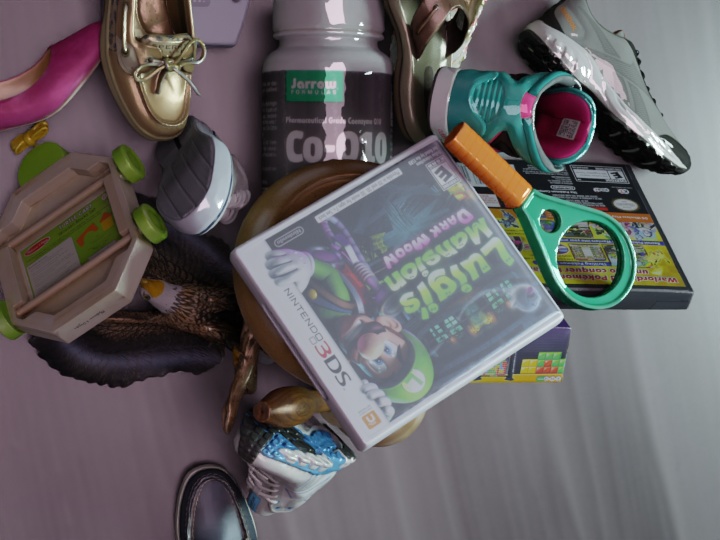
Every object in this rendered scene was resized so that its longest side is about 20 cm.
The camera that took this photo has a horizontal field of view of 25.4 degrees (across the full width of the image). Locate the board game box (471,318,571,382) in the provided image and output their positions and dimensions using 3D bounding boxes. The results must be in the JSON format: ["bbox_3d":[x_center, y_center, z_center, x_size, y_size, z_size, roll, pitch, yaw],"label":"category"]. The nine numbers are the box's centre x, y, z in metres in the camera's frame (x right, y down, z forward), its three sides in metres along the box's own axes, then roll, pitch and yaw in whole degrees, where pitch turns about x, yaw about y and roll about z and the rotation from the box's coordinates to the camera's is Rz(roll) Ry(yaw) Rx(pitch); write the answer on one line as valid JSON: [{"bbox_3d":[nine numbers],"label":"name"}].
[{"bbox_3d":[0.057,0.033,1.355,0.200,0.165,0.057,1,115,-15],"label":"board game box"}]

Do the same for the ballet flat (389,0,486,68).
[{"bbox_3d":[0.078,-0.240,1.398,0.076,0.064,0.200,20,89,-13],"label":"ballet flat"}]

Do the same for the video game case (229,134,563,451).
[{"bbox_3d":[0.030,0.013,1.232,0.200,0.023,0.182,-31,80,-22],"label":"video game case"}]

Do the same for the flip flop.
[{"bbox_3d":[0.061,-0.201,1.324,0.081,0.058,0.200,-16,109,-46],"label":"flip flop"}]

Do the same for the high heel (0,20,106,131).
[{"bbox_3d":[-0.298,-0.156,1.304,0.200,0.067,0.096,-40,113,6],"label":"high heel"}]

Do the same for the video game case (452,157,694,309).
[{"bbox_3d":[0.167,-0.033,1.386,0.200,0.181,0.026,1,130,-15],"label":"video game case"}]

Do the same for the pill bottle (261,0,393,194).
[{"bbox_3d":[-0.028,-0.129,1.352,0.113,0.113,0.200,-1,94,-14],"label":"pill bottle"}]

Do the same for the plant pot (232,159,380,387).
[{"bbox_3d":[0.000,0.000,1.256,0.200,0.027,0.200,5,70,-13],"label":"plant pot"}]

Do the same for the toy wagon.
[{"bbox_3d":[-0.238,-0.039,1.291,0.155,0.200,0.040,-33,142,11],"label":"toy wagon"}]

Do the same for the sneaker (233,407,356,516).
[{"bbox_3d":[-0.067,0.169,1.331,0.075,0.200,0.087,42,94,19],"label":"sneaker"}]

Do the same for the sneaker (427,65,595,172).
[{"bbox_3d":[0.139,-0.124,1.339,0.121,0.200,0.084,12,91,19],"label":"sneaker"}]

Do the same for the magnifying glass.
[{"bbox_3d":[0.145,-0.045,1.283,0.200,0.022,0.080,41,73,-15],"label":"magnifying glass"}]

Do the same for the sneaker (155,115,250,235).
[{"bbox_3d":[-0.119,-0.070,1.292,0.071,0.200,0.073,41,102,-21],"label":"sneaker"}]

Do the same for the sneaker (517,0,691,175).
[{"bbox_3d":[0.235,-0.165,1.440,0.200,0.074,0.079,46,77,-12],"label":"sneaker"}]

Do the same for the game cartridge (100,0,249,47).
[{"bbox_3d":[-0.154,-0.289,1.350,0.133,0.040,0.200,0,94,-11],"label":"game cartridge"}]

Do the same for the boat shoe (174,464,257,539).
[{"bbox_3d":[-0.120,0.270,1.380,0.075,0.062,0.200,-3,94,-12],"label":"boat shoe"}]

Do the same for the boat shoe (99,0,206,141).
[{"bbox_3d":[-0.169,-0.205,1.291,0.073,0.063,0.200,-16,99,-41],"label":"boat shoe"}]

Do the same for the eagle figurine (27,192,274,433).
[{"bbox_3d":[-0.159,0.027,1.330,0.152,0.200,0.151,-50,141,-37],"label":"eagle figurine"}]

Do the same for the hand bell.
[{"bbox_3d":[-0.030,0.106,1.312,0.104,0.200,0.104,1,92,26],"label":"hand bell"}]
